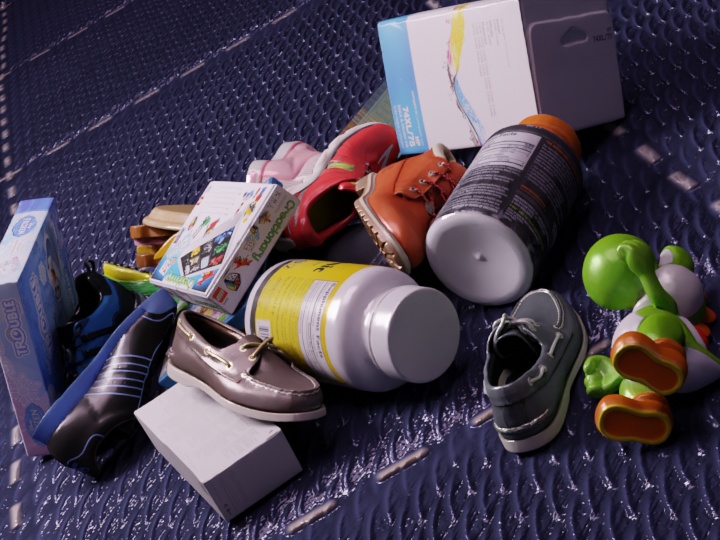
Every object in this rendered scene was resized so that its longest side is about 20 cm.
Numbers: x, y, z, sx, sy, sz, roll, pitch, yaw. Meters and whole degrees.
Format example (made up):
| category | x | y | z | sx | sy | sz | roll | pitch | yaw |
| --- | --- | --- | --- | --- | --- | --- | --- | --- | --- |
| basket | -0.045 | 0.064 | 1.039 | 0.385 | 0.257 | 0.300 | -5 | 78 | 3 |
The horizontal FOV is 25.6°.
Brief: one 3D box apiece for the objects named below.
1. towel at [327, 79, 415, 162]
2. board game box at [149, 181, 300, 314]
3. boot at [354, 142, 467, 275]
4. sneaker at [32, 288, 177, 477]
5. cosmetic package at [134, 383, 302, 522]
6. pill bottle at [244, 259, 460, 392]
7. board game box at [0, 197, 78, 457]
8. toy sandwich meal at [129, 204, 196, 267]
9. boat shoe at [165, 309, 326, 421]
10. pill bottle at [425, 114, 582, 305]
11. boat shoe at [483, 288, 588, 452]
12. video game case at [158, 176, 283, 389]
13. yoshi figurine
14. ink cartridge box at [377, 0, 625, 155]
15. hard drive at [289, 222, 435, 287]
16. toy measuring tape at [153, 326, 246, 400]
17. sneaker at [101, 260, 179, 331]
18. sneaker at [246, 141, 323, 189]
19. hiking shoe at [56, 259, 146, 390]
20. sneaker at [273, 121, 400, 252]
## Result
| category | x | y | z | sx | sy | sz | roll | pitch | yaw |
| --- | --- | --- | --- | --- | --- | --- | --- | --- | --- |
| towel | 0.019 | -0.147 | 1.831 | 0.147 | 0.022 | 0.200 | -49 | 23 | 4 |
| board game box | -0.137 | -0.027 | 1.557 | 0.127 | 0.035 | 0.200 | -59 | 22 | -9 |
| boot | 0.054 | -0.064 | 1.500 | 0.107 | 0.075 | 0.200 | -27 | 22 | 10 |
| sneaker | -0.232 | 0.112 | 1.560 | 0.200 | 0.078 | 0.070 | -52 | 0 | -20 |
| cosmetic package | -0.130 | 0.152 | 1.422 | 0.082 | 0.051 | 0.200 | -35 | 25 | -13 |
| pill bottle | -0.006 | 0.049 | 1.412 | 0.111 | 0.112 | 0.200 | -43 | 28 | -27 |
| board game box | -0.334 | 0.056 | 1.657 | 0.043 | 0.201 | 0.199 | -7 | 27 | 5 |
| toy sandwich meal | -0.159 | -0.032 | 1.767 | 0.204 | 0.071 | 0.205 | 4 | 6 | 0 |
| boat shoe | -0.103 | 0.084 | 1.406 | 0.072 | 0.060 | 0.200 | -5 | 15 | -40 |
| pill bottle | 0.144 | -0.066 | 1.477 | 0.106 | 0.106 | 0.200 | -11 | 30 | 36 |
| boat shoe | 0.137 | 0.064 | 1.283 | 0.073 | 0.062 | 0.200 | -19 | 26 | 23 |
| video game case | -0.138 | 0.010 | 1.579 | 0.143 | 0.018 | 0.200 | -40 | 26 | 33 |
| yoshi figurine | 0.206 | 0.037 | 1.210 | 0.112 | 0.112 | 0.200 | -25 | 21 | 27 |
| ink cartridge box | 0.147 | -0.210 | 1.654 | 0.146 | 0.147 | 0.200 | -18 | 11 | -43 |
| hard drive | 0.000 | 0.000 | 1.585 | 0.200 | 0.042 | 0.135 | -7 | 32 | 42 |
| toy measuring tape | -0.122 | 0.087 | 1.556 | 0.200 | 0.074 | 0.074 | -45 | 17 | 24 |
| sneaker | -0.218 | 0.048 | 1.724 | 0.200 | 0.078 | 0.086 | 10 | 81 | 46 |
| sneaker | -0.054 | -0.102 | 1.808 | 0.104 | 0.076 | 0.200 | 4 | 11 | 13 |
| hiking shoe | -0.284 | 0.093 | 1.625 | 0.074 | 0.087 | 0.201 | -24 | 42 | 38 |
| sneaker | -0.012 | -0.082 | 1.655 | 0.085 | 0.077 | 0.200 | 3 | 41 | 48 |
